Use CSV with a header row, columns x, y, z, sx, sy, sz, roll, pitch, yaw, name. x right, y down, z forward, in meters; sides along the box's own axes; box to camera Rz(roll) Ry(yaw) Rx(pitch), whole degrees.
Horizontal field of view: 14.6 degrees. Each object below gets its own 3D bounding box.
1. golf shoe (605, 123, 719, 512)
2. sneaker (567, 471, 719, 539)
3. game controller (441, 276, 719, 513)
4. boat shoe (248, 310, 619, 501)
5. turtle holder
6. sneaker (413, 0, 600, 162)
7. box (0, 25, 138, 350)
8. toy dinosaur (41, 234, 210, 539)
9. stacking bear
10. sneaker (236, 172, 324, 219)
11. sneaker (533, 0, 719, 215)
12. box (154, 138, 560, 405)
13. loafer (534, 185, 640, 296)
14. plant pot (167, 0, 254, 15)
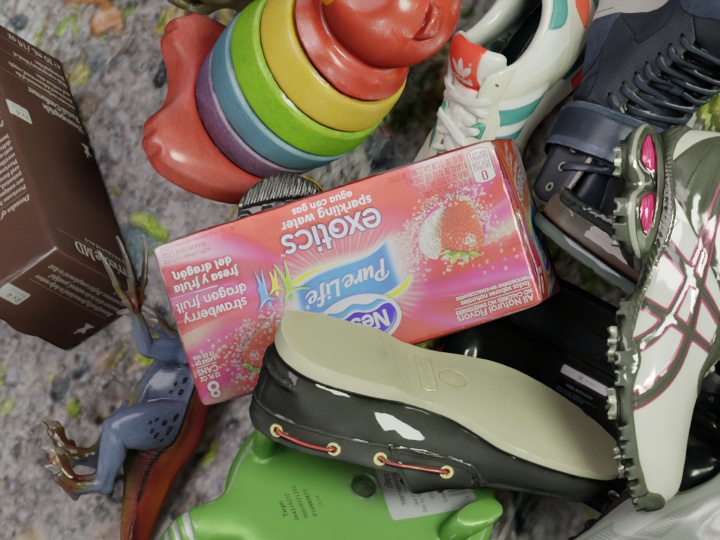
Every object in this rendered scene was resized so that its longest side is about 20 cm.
x,y,z,sx,sy,sz,roll,pitch,yaw,name
0.168,0.025,1.441,0.088,0.077,0.201,3,89,5,golf shoe
0.139,0.156,1.496,0.200,0.074,0.080,-20,70,25,sneaker
0.126,0.071,1.570,0.200,0.042,0.105,29,103,36,game controller
0.040,0.082,1.484,0.074,0.201,0.063,-92,22,-60,boat shoe
-0.018,0.153,1.538,0.141,0.132,0.185,41,56,18,turtle holder
0.064,-0.094,1.629,0.070,0.093,0.200,35,92,36,sneaker
-0.218,-0.059,1.784,0.075,0.100,0.200,-31,59,18,box
-0.106,0.068,1.708,0.181,0.105,0.200,-30,96,4,toy dinosaur
-0.022,-0.127,1.644,0.200,0.114,0.122,-33,38,43,stacking bear
-0.019,0.040,1.651,0.070,0.090,0.201,-12,92,10,sneaker
0.168,-0.086,1.537,0.147,0.077,0.202,-67,17,-9,sneaker
0.000,0.000,1.547,0.199,0.100,0.096,-17,90,10,box
0.190,0.004,1.507,0.200,0.072,0.063,33,100,12,loafer
-0.060,-0.257,1.725,0.200,0.200,0.184,-8,80,29,plant pot
